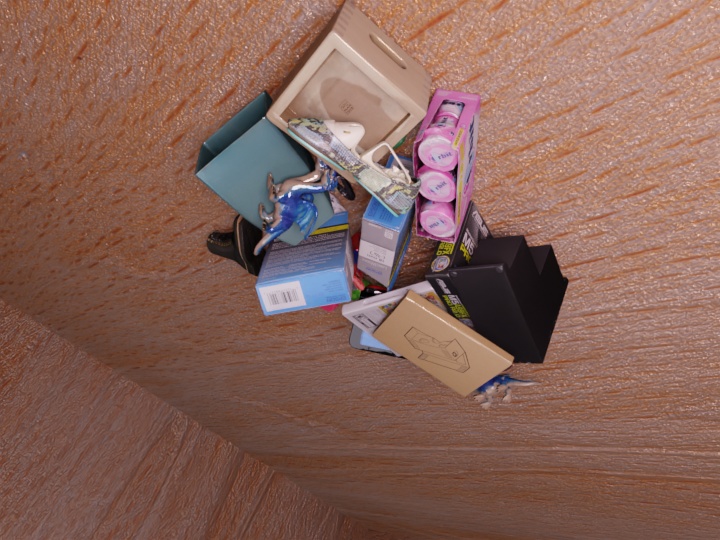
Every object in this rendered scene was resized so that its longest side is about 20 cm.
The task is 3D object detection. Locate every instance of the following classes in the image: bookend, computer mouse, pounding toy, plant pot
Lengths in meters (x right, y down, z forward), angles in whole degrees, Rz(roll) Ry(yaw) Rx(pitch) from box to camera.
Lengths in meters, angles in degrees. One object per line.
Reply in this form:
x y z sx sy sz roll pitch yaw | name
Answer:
0.250 0.011 0.957 0.092 0.199 0.201 -5 127 38 | bookend
-0.039 -0.189 0.983 0.058 0.034 0.200 29 160 28 | computer mouse
-0.002 -0.231 0.823 0.199 0.143 0.184 35 132 -21 | pounding toy
-0.140 -0.148 0.942 0.141 0.142 0.200 -35 120 11 | plant pot

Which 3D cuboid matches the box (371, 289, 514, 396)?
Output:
0.131 0.126 0.980 0.199 0.021 0.164 33 145 0 | box

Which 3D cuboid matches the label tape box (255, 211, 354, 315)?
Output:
-0.084 -0.016 0.978 0.143 0.201 0.064 -10 120 8 | label tape box

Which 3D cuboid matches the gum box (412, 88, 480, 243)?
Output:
0.124 -0.151 0.849 0.066 0.114 0.201 13 146 16 | gum box

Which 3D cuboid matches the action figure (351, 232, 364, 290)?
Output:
0.000 0.000 1.080 0.065 0.201 0.099 -27 117 20 | action figure

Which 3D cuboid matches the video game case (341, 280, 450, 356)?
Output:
0.095 0.091 1.045 0.181 0.023 0.200 -17 142 29 | video game case

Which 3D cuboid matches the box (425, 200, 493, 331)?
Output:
0.191 0.009 0.994 0.044 0.161 0.200 -3 138 37 | box

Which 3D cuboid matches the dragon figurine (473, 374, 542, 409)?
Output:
0.311 0.253 1.349 0.199 0.100 0.059 -31 119 30 | dragon figurine

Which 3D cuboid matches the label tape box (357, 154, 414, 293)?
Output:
0.047 -0.068 0.976 0.063 0.145 0.201 18 147 8 | label tape box

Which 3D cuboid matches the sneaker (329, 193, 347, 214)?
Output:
-0.110 -0.100 1.110 0.115 0.075 0.200 38 142 -16 | sneaker

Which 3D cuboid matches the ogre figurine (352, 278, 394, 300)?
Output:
0.049 0.065 1.236 0.200 0.098 0.120 40 169 18 | ogre figurine

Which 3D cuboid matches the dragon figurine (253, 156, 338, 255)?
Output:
-0.098 -0.087 0.879 0.099 0.059 0.201 8 122 -22 | dragon figurine

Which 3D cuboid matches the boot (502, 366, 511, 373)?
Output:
0.247 0.138 1.225 0.199 0.073 0.167 25 150 5 | boot

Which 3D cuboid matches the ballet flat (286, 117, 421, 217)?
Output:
-0.001 -0.152 0.764 0.199 0.075 0.074 34 147 -24 | ballet flat

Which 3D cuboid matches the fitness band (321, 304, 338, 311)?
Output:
-0.094 0.002 1.242 0.143 0.037 0.201 36 150 29 | fitness band

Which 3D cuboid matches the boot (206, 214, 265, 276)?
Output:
-0.288 -0.069 1.280 0.137 0.078 0.201 22 147 12 | boot

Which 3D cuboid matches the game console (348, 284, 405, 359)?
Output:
0.089 0.109 1.120 0.198 0.120 0.172 12 172 -4 | game console
